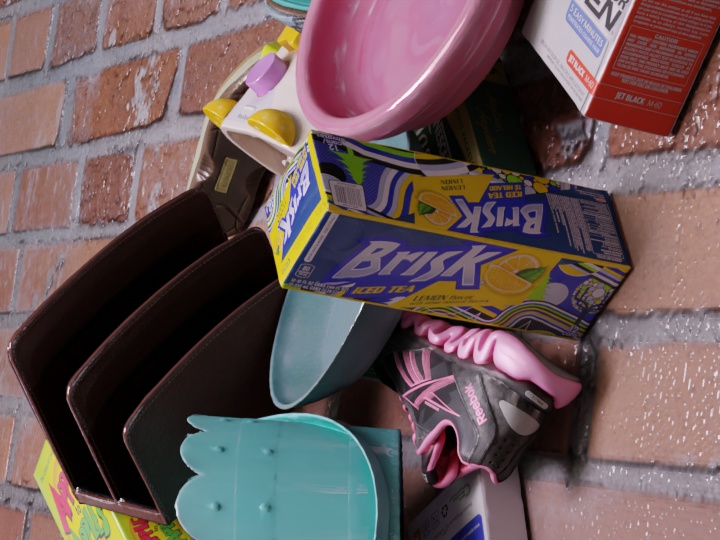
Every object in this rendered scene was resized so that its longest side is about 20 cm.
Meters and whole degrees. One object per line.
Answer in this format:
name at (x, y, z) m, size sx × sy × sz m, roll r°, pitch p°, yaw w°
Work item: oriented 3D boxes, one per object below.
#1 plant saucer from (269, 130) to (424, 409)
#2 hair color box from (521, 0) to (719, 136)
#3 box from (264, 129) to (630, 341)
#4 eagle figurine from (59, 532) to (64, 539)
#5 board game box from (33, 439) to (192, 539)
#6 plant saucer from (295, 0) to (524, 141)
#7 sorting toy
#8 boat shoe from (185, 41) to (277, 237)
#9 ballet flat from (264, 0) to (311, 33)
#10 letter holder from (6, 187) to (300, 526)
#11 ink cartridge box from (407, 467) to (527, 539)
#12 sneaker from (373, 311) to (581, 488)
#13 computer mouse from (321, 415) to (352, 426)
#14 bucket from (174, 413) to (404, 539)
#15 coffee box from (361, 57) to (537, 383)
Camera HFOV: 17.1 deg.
plant saucer at (0.000, 0.000, 1.524) m, size 0.201 × 0.036 × 0.201 m, roll -59°, pitch 16°, yaw 29°
hair color box at (0.169, -0.192, 1.350) m, size 0.201 × 0.063 × 0.111 m, roll -67°, pitch 27°, yaw 23°
box at (0.050, -0.018, 1.372) m, size 0.070 × 0.199 × 0.065 m, roll -57°, pitch 33°, yaw 39°
eagle figurine at (-0.150, 0.121, 1.805) m, size 0.151 × 0.151 × 0.201 m, roll 35°, pitch 141°, yaw 40°
board game box at (-0.160, 0.194, 1.675) m, size 0.201 × 0.047 × 0.102 m, roll 60°, pitch 148°, yaw 24°
plant saucer at (0.038, -0.165, 1.479) m, size 0.200 × 0.051 × 0.202 m, roll -36°, pitch 40°, yaw 37°
sorting toy at (-0.014, -0.158, 1.727) m, size 0.181 × 0.106 × 0.200 m, roll -61°, pitch 24°, yaw -6°
boat shoe at (-0.093, -0.117, 1.891) m, size 0.077 × 0.071 × 0.200 m, roll -87°, pitch 23°, yaw -44°
ballet flat at (0.018, -0.169, 1.609) m, size 0.199 × 0.074 × 0.075 m, roll 3°, pitch 83°, yaw 45°
letter holder at (-0.121, 0.049, 1.613) m, size 0.100 × 0.200 × 0.143 m, roll 7°, pitch 129°, yaw 45°
ink cartridge box at (0.070, 0.221, 1.430) m, size 0.095 × 0.037 × 0.201 m, roll -49°, pitch 36°, yaw 47°
sneaker at (0.052, 0.083, 1.452) m, size 0.096 × 0.079 × 0.200 m, roll -64°, pitch 22°, yaw -8°
computer mouse at (-0.060, 0.134, 1.693) m, size 0.044 × 0.110 × 0.200 m, roll 57°, pitch 146°, yaw -7°
bucket at (-0.039, 0.187, 1.482) m, size 0.207 × 0.134 × 0.209 m, roll -2°, pitch -90°, yaw -88°
coffee box at (0.044, -0.035, 1.578) m, size 0.200 × 0.044 × 0.124 m, roll -57°, pitch 32°, yaw 40°
